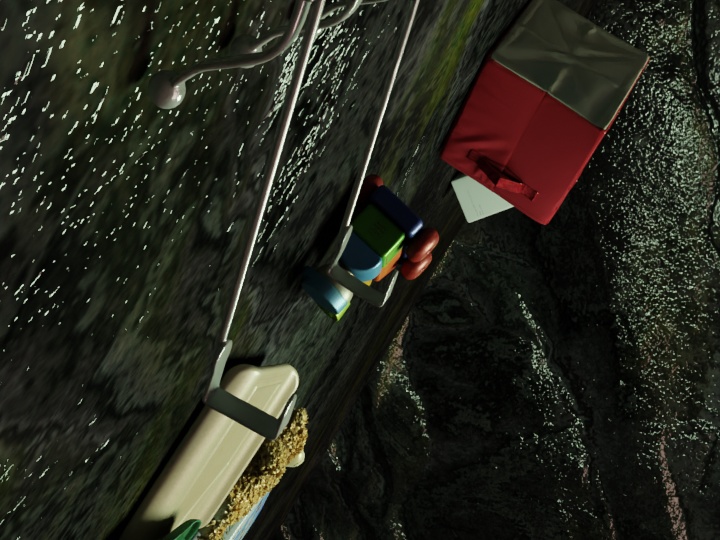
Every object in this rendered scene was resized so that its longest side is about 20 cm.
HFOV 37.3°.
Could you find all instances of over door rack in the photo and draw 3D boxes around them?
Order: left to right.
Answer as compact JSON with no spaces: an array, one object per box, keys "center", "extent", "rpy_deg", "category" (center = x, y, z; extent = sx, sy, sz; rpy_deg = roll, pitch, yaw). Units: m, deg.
[{"center":[-0.025,-0.057,0.433],"extent":[0.148,0.066,0.203],"rpy_deg":[-47,147,-60],"category":"over door rack"}]

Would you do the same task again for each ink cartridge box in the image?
[{"center":[0.274,-0.171,1.842],"extent":[0.198,0.087,0.147],"rpy_deg":[-19,-166,27],"category":"ink cartridge box"}]

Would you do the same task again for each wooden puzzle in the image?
[{"center":[-0.131,0.158,0.938],"extent":[0.186,0.037,0.200],"rpy_deg":[-57,169,-1],"category":"wooden puzzle"}]

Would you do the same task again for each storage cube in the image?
[{"center":[0.231,-0.205,1.348],"extent":[0.201,0.170,0.181],"rpy_deg":[-52,172,-38],"category":"storage cube"}]

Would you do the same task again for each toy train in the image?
[{"center":[0.000,0.000,0.987],"extent":[0.116,0.085,0.200],"rpy_deg":[-45,172,-10],"category":"toy train"}]

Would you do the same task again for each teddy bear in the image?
[{"center":[-0.125,0.251,1.289],"extent":[0.146,0.066,0.200],"rpy_deg":[-58,174,30],"category":"teddy bear"}]

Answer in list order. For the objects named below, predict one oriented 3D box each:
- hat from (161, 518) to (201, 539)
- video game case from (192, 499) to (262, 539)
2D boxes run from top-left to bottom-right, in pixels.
[{"center":[-0.148,0.332,0.848],"extent":[0.200,0.176,0.166],"rpy_deg":[-41,170,-18],"category":"hat"},{"center":[-0.184,0.353,1.443],"extent":[0.182,0.045,0.201],"rpy_deg":[-52,172,-34],"category":"video game case"}]
